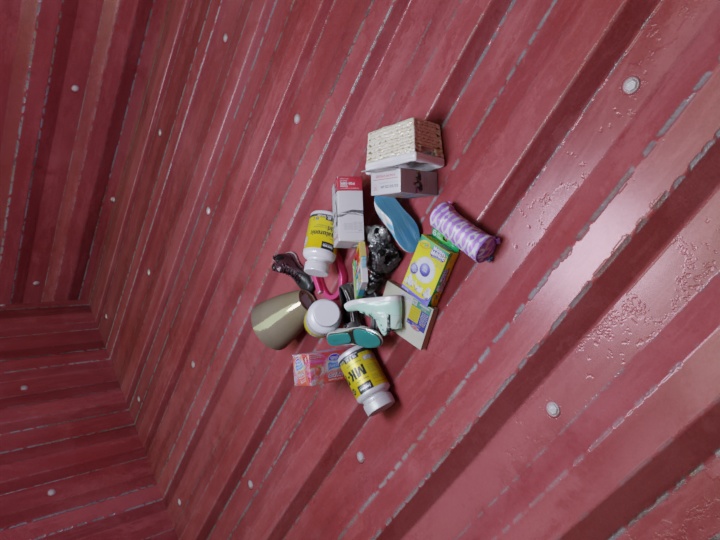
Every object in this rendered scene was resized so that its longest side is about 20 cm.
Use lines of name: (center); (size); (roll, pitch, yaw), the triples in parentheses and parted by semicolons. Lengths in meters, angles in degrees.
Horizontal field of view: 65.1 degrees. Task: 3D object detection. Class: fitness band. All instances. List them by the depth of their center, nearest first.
fitness band: (-0.110, 0.003, 1.930); (0.143, 0.037, 0.201); (-34, 68, 42)

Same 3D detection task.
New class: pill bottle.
pill bottle: (0.020, 0.338, 1.744); (0.114, 0.114, 0.201); (-47, 62, 37)
pill bottle: (-0.122, 0.155, 1.838); (0.200, 0.111, 0.113); (131, 128, -72)
pill bottle: (-0.128, -0.086, 1.850); (0.111, 0.111, 0.202); (-9, 66, 47)

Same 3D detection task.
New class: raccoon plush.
raccoon plush: (0.033, -0.046, 1.722); (0.200, 0.096, 0.134); (-50, 50, 22)

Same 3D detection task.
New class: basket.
basket: (0.122, -0.342, 1.596); (0.199, 0.135, 0.125); (-6, 85, 46)

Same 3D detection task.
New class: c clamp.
c clamp: (0.013, 0.134, 1.806); (0.170, 0.027, 0.202); (-8, 83, 57)

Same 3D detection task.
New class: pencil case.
pencil case: (0.271, -0.104, 1.486); (0.085, 0.084, 0.200); (-45, 55, -3)

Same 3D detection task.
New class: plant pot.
plant pot: (-0.254, 0.155, 2.006); (0.199, 0.187, 0.188); (-34, 67, 29)

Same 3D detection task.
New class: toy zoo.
toy zoo: (0.000, 0.000, 1.725); (0.200, 0.020, 0.132); (108, 159, -65)

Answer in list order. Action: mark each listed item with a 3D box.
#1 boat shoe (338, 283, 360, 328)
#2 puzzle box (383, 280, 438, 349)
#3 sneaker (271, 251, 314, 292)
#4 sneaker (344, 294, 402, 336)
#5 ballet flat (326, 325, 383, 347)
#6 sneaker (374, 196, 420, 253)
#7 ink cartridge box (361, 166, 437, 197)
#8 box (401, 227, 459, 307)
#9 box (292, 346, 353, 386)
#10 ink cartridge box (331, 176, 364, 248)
boat shoe: (-0.040, 0.142, 1.809); (0.067, 0.057, 0.202); (-17, 75, 55)
puzzle box: (0.136, 0.130, 1.678); (0.200, 0.025, 0.134); (33, 115, 41)
sneaker: (-0.257, 0.011, 2.030); (0.200, 0.115, 0.076); (49, 125, 34)
sneaker: (0.036, 0.141, 1.698); (0.199, 0.074, 0.119); (-7, 87, 35)
ballet flat: (-0.011, 0.197, 1.733); (0.199, 0.069, 0.070); (-5, 88, 31)
sneaker: (0.111, -0.141, 1.664); (0.076, 0.081, 0.201); (-30, 83, -3)
ink cartridge box: (0.108, -0.241, 1.566); (0.115, 0.199, 0.069); (0, 92, 47)
box: (0.198, -0.011, 1.591); (0.117, 0.048, 0.201); (38, 117, 39)
box: (-0.111, 0.308, 1.823); (0.094, 0.199, 0.104); (-12, 82, 48)
ink cartridge box: (-0.040, -0.178, 1.760); (0.147, 0.082, 0.202); (142, 127, -78)
